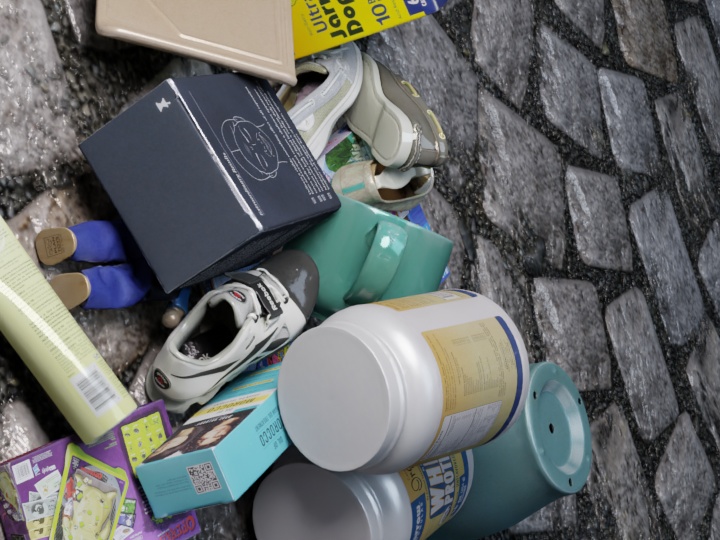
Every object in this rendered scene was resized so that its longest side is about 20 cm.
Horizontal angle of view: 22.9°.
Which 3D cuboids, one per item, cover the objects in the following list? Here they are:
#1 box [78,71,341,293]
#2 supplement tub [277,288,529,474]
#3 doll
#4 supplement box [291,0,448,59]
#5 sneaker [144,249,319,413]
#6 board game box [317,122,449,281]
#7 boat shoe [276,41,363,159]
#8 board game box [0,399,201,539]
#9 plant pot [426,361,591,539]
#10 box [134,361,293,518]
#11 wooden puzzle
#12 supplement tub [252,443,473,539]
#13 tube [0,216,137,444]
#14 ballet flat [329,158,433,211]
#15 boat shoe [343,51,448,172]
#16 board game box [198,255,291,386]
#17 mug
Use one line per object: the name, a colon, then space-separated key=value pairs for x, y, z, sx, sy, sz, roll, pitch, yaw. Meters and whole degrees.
box: x=-0.124 y=-0.081 z=1.534 sx=0.149 sy=0.107 sz=0.200 roll=59 pitch=20 yaw=4
supplement tub: x=0.038 y=0.096 z=1.533 sx=0.200 sy=0.144 sz=0.145 roll=-8 pitch=84 yaw=-51
doll: x=-0.190 y=-0.014 z=1.519 sx=0.200 sy=0.048 sz=0.137 roll=-5 pitch=76 yaw=-58
supplement box: x=-0.005 y=-0.294 z=1.747 sx=0.110 sy=0.199 sz=0.109 roll=-48 pitch=117 yaw=-50
sneaker: x=-0.099 y=0.039 z=1.535 sx=0.074 sy=0.089 sz=0.200 roll=39 pitch=57 yaw=10
board game box: x=0.004 y=-0.040 z=1.842 sx=0.201 sy=0.041 sz=0.200 roll=65 pitch=33 yaw=-14
boat shoe: x=-0.055 y=-0.177 z=1.783 sx=0.065 sy=0.074 sz=0.202 roll=58 pitch=42 yaw=-33
board game box: x=-0.209 y=0.185 z=1.423 sx=0.200 sy=0.032 sz=0.120 roll=-19 pitch=90 yaw=-59
plant pot: x=0.125 y=0.177 z=1.801 sx=0.200 sy=0.187 sz=0.201 roll=30 pitch=53 yaw=-50
box: x=-0.105 y=0.138 z=1.510 sx=0.200 sy=0.082 sz=0.049 roll=-42 pitch=113 yaw=-60
wooden puzzle: x=-0.150 y=-0.248 z=1.598 sx=0.184 sy=0.037 sz=0.200 roll=13 pitch=44 yaw=-22
supplement tub: x=0.003 y=0.202 z=1.638 sx=0.200 sy=0.144 sz=0.145 roll=-28 pitch=101 yaw=-58
tube: x=-0.252 y=0.042 z=1.390 sx=0.200 sy=0.052 sz=0.058 roll=54 pitch=-7 yaw=-5
ballet flat: x=0.040 y=-0.093 z=1.824 sx=0.200 sy=0.062 sz=0.068 roll=-26 pitch=97 yaw=-58
boat shoe: x=0.032 y=-0.161 z=1.810 sx=0.060 sy=0.072 sz=0.202 roll=9 pitch=28 yaw=-24
board game box: x=-0.100 y=0.057 z=1.658 sx=0.103 sy=0.019 sz=0.201 roll=-16 pitch=90 yaw=-57
mug: x=-0.007 y=-0.003 z=1.664 sx=0.185 sy=0.152 sz=0.115 roll=23 pitch=89 yaw=-65
